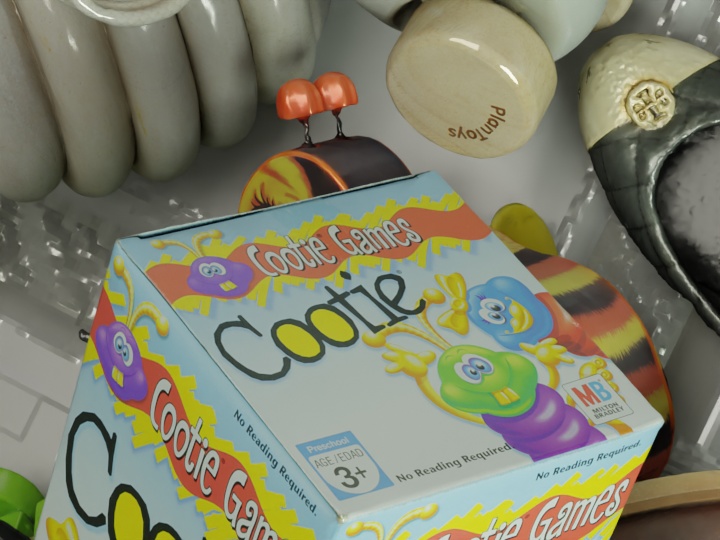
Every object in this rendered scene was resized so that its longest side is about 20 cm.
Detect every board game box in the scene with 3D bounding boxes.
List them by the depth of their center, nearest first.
[{"bbox_3d":[-0.018,0.090,0.724,0.103,0.105,0.200,49,136,34],"label":"board game box"}]

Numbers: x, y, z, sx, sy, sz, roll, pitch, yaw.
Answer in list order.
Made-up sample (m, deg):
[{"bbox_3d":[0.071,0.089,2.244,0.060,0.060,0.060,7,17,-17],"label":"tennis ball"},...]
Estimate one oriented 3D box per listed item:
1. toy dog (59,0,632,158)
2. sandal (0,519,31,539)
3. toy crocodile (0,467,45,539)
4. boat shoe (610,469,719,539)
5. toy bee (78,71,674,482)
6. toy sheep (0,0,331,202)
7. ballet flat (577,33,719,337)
[{"bbox_3d":[0.006,-0.123,0.808,0.096,0.200,0.132,130,153,-49],"label":"toy dog"},{"bbox_3d":[-0.095,0.143,0.832,0.200,0.048,0.075,43,108,-3],"label":"sandal"},{"bbox_3d":[-0.088,0.094,0.884,0.200,0.062,0.068,-21,31,18],"label":"toy crocodile"},{"bbox_3d":[0.062,0.109,0.787,0.200,0.070,0.071,-26,53,46],"label":"boat shoe"},{"bbox_3d":[0.000,0.000,0.825,0.199,0.131,0.109,7,107,13],"label":"toy bee"},{"bbox_3d":[-0.079,-0.092,0.885,0.200,0.138,0.138,-23,69,-8],"label":"toy sheep"},{"bbox_3d":[0.131,0.004,0.815,0.066,0.057,0.200,-39,70,8],"label":"ballet flat"}]
